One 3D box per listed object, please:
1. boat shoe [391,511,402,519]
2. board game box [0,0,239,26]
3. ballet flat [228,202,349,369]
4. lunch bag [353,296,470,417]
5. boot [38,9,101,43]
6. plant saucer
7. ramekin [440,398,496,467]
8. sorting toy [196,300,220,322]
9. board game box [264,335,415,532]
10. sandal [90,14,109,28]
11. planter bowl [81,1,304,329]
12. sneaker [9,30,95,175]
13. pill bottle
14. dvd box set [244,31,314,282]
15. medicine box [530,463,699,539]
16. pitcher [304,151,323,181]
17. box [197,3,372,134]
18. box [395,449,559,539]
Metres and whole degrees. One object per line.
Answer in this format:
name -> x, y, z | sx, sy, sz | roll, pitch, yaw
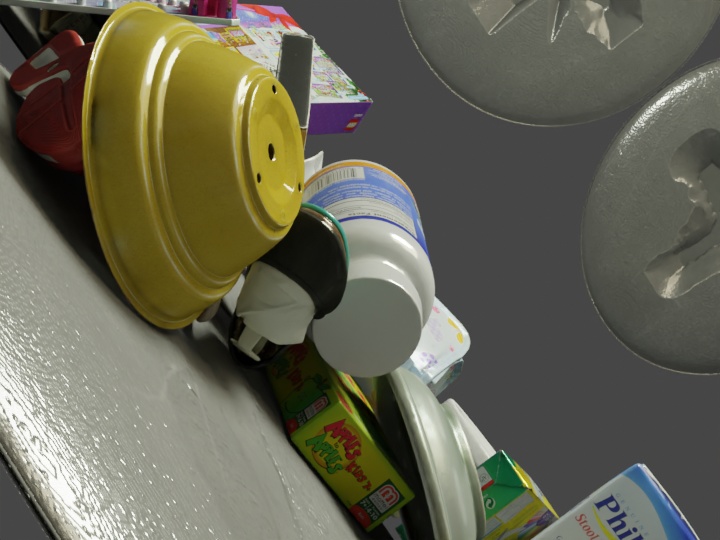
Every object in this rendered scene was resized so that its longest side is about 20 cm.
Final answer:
boat shoe -> 0.045, 0.182, 1.426 | 0.073, 0.063, 0.201 | 54, 2, 35
board game box -> -0.202, -0.229, 1.275 | 0.200, 0.197, 0.026 | -120, -144, -70
ballet flat -> -0.054, 0.024, 1.099 | 0.068, 0.069, 0.200 | 33, -24, 3
lunch bag -> 0.008, 0.054, 1.450 | 0.170, 0.127, 0.200 | 46, -6, 11
boot -> -0.209, -0.168, 1.419 | 0.155, 0.072, 0.200 | 51, 1, -36
plant saucer -> 0.058, 0.161, 1.245 | 0.200, 0.050, 0.203 | 166, -90, -82
ramekin -> 0.116, 0.239, 1.658 | 0.203, 0.094, 0.202 | 54, 3, -4
sorting toy -> -0.123, -0.077, 1.145 | 0.185, 0.036, 0.202 | -129, -153, -79
board game box -> -0.025, 0.111, 1.266 | 0.102, 0.047, 0.200 | 52, 3, -23
sandal -> -0.149, -0.176, 1.386 | 0.200, 0.045, 0.075 | 43, 20, -20
planter bowl -> -0.087, -0.068, 0.984 | 0.200, 0.082, 0.203 | -6, 90, -71
sneaker -> -0.161, -0.083, 1.040 | 0.116, 0.078, 0.200 | 51, 4, -26
pill bottle -> 0.000, 0.000, 1.250 | 0.112, 0.111, 0.200 | 52, 13, -23
dvd box set -> -0.065, -0.063, 1.252 | 0.147, 0.029, 0.202 | -88, -172, -55
medicine box -> 0.182, 0.259, 1.340 | 0.103, 0.199, 0.182 | 53, 2, 11
pitcher -> -0.051, 0.004, 1.645 | 0.171, 0.121, 0.202 | -33, -96, 55
box -> -0.097, -0.170, 1.357 | 0.137, 0.039, 0.199 | 48, 31, 23
box -> 0.110, 0.226, 1.426 | 0.049, 0.117, 0.200 | 54, 2, 25
